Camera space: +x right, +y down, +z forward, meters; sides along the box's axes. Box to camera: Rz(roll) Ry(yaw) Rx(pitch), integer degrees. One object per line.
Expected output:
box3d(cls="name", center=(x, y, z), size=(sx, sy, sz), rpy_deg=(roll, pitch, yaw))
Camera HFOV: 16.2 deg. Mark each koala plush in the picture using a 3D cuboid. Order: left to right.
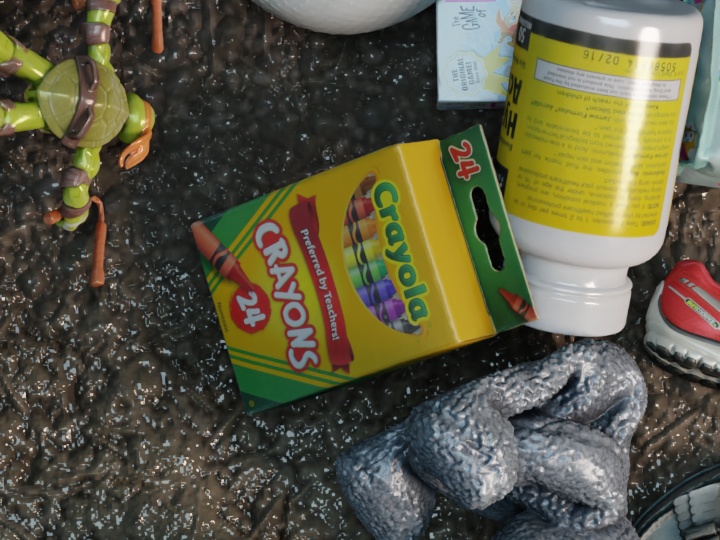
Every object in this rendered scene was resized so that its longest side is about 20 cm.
box3d(cls="koala plush", center=(0.118, 0.159, 1.522), size=(0.183, 0.177, 0.201), rpy_deg=(-20, 82, -25))

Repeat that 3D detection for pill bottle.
box3d(cls="pill bottle", center=(0.137, -0.067, 1.529), size=(0.110, 0.111, 0.201), rpy_deg=(8, 105, 1))

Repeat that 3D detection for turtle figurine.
box3d(cls="turtle figurine", center=(-0.188, -0.095, 1.559), size=(0.160, 0.064, 0.201), rpy_deg=(10, 92, -34))

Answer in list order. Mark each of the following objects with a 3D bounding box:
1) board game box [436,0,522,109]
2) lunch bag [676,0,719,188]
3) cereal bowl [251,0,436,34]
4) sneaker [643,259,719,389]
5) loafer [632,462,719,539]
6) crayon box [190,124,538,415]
box3d(cls="board game box", center=(0.114, -0.205, 1.606), size=(0.133, 0.034, 0.202), rpy_deg=(-1, 86, 1))
box3d(cls="lunch bag", center=(0.283, -0.146, 1.562), size=(0.169, 0.122, 0.201), rpy_deg=(9, 85, -7))
box3d(cls="cereal bowl", center=(-0.019, -0.251, 1.567), size=(0.199, 0.083, 0.202), rpy_deg=(-2, 85, 20))
box3d(cls="sneaker", center=(0.278, 0.044, 1.575), size=(0.199, 0.077, 0.085), rpy_deg=(18, 81, 1))
box3d(cls="loafer", center=(0.259, 0.146, 1.570), size=(0.199, 0.063, 0.072), rpy_deg=(-20, 85, -1))
box3d(cls="crayon box", center=(0.000, 0.000, 1.540), size=(0.199, 0.051, 0.128), rpy_deg=(-21, 84, 32))
